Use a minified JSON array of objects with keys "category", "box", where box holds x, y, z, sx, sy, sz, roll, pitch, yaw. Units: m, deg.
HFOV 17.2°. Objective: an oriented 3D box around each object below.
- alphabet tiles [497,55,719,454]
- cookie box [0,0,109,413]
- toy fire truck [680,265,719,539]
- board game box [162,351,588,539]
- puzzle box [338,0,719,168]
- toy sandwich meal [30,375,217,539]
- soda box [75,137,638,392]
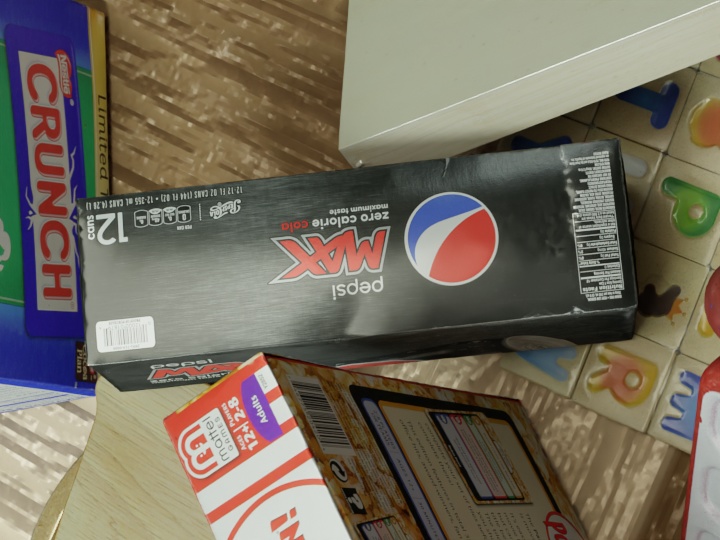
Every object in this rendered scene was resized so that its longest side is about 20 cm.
[{"category":"alphabet tiles","box":[0.136,-0.016,0.879,0.199,0.006,0.167,24,94,28]},{"category":"cookie box","box":[-0.180,-0.037,0.940,0.075,0.200,0.173,-7,80,25]},{"category":"toy fire truck","box":[0.170,0.075,0.752,0.112,0.201,0.168,-36,54,-26]},{"category":"board game box","box":[0.031,0.111,0.808,0.046,0.200,0.152,-34,68,20]},{"category":"puzzle box","box":[0.084,-0.116,0.875,0.199,0.025,0.134,-19,43,25]},{"category":"toy sandwich meal","box":[-0.067,0.134,0.929,0.204,0.070,0.207,-4,81,27]},{"category":"soda box","box":[0.000,0.000,0.868,0.198,0.071,0.064,-6,78,4]}]
